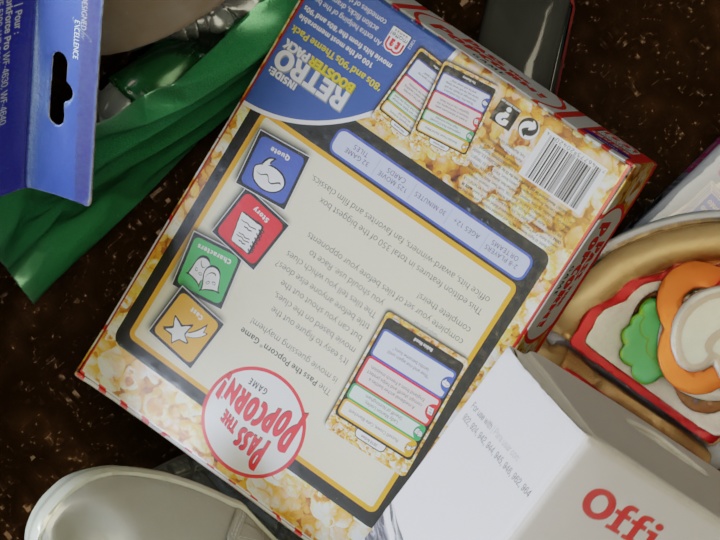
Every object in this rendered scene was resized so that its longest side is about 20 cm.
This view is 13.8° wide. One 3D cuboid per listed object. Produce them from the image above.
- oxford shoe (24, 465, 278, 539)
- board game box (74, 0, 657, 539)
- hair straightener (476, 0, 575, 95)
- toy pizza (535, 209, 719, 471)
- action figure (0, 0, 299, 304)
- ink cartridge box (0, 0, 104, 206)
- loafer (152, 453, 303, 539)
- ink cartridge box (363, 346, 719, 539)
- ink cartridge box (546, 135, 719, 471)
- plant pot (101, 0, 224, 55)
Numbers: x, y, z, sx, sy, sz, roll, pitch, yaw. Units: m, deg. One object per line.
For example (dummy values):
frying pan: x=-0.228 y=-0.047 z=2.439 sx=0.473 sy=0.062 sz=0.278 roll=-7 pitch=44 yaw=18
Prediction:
oxford shoe: x=-0.044 y=0.140 z=1.170 sx=0.200 sy=0.058 sz=0.075 roll=37 pitch=88 yaw=-25
board game box: x=0.000 y=0.000 z=1.186 sx=0.151 sy=0.046 sz=0.200 roll=35 pitch=102 yaw=13
hair straightener: x=0.077 y=-0.132 z=1.210 sx=0.041 sy=0.077 sz=0.201 roll=18 pitch=92 yaw=10
toy pizza: x=0.148 y=0.076 z=1.200 sx=0.199 sy=0.032 sz=0.201 roll=0 pitch=94 yaw=-2
action figure: x=-0.077 y=-0.076 z=1.213 sx=0.200 sy=0.118 sz=0.055 roll=-39 pitch=79 yaw=-7
ink cartridge box: x=-0.193 y=-0.088 z=1.125 sx=0.199 sy=0.039 sz=0.100 roll=19 pitch=126 yaw=17
loafer: x=-0.099 y=0.152 z=1.232 sx=0.200 sy=0.070 sz=0.075 roll=-42 pitch=71 yaw=-11
ink cartridge box: x=0.063 y=0.153 z=1.130 sx=0.145 sy=0.084 sz=0.200 roll=32 pitch=99 yaw=-27
ink cartridge box: x=0.135 y=0.041 z=1.235 sx=0.200 sy=0.042 sz=0.119 roll=-44 pitch=91 yaw=4
plant pot: x=-0.114 y=-0.185 z=1.148 sx=0.200 sy=0.200 sz=0.174 roll=-32 pitch=125 yaw=2
